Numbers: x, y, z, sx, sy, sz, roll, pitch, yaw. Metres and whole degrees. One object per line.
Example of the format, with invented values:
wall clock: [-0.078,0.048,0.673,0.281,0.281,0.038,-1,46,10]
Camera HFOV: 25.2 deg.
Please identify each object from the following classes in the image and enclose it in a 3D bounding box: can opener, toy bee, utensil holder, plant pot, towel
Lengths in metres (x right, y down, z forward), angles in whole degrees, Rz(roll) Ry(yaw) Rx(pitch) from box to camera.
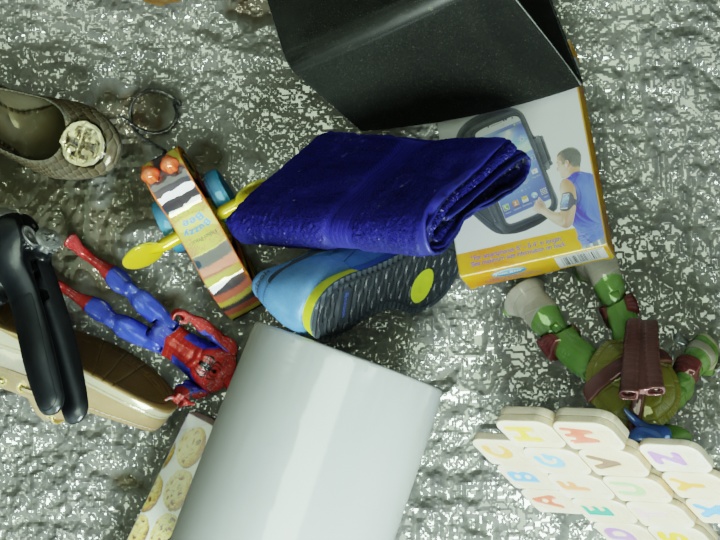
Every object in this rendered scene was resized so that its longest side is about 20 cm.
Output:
can opener: [-0.254,0.035,1.266,0.079,0.063,0.200,-43,59,24]
toy bee: [-0.146,-0.051,1.290,0.200,0.109,0.131,41,92,6]
utensil holder: [-0.042,0.158,1.242,0.170,0.170,0.200,20,86,6]
plant pot: [0.032,-0.219,1.230,0.177,0.199,0.200,-26,63,17]
towel: [0.011,-0.064,1.225,0.200,0.148,0.050,3,119,38]

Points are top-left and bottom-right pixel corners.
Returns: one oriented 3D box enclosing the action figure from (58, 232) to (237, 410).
action figure: [-0.171,0.047,1.294,0.200,0.099,0.065,33,91,3]

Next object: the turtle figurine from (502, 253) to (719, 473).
turtle figurine: [0.206,0.090,1.270,0.144,0.200,0.194,-44,60,27]

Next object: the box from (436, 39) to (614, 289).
box: [0.124,-0.095,1.276,0.119,0.041,0.200,-13,73,15]

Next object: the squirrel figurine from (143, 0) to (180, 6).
squirrel figurine: [-0.185,-0.326,1.313,0.200,0.142,0.187,19,78,-8]

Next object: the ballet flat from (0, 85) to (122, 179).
ballet flat: [-0.289,-0.125,1.322,0.200,0.046,0.067,22,93,15]

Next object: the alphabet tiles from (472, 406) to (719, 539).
alphabet tiles: [0.188,0.159,1.208,0.195,0.200,0.015,-2,55,39]

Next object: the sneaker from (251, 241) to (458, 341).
sneaker: [0.000,0.000,1.253,0.078,0.200,0.066,26,117,34]

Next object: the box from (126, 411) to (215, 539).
box: [-0.162,0.211,1.310,0.041,0.039,0.200,27,89,7]

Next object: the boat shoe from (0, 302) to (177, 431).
boat shoe: [-0.247,0.088,1.315,0.200,0.074,0.069,25,109,6]
